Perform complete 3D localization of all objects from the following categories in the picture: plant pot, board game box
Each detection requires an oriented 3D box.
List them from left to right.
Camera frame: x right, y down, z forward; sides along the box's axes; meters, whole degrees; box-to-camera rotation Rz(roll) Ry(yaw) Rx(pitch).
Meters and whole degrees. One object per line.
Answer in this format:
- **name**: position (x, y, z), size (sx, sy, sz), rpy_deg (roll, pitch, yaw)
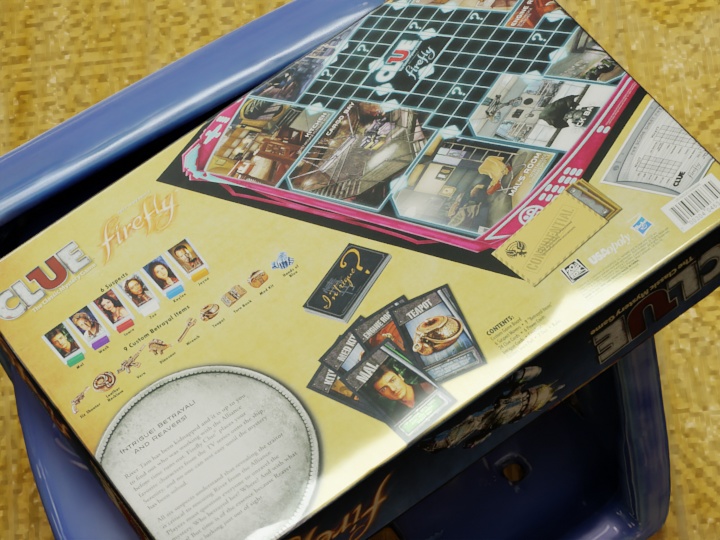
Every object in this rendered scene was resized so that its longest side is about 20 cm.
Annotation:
- **plant pot**: position (-0.024, 0.033, 0.901), size (0.199, 0.200, 0.180), rpy_deg (-30, 63, -7)
- **board game box**: position (0.000, 0.000, 0.784), size (0.200, 0.035, 0.136), rpy_deg (-34, 59, -11)
